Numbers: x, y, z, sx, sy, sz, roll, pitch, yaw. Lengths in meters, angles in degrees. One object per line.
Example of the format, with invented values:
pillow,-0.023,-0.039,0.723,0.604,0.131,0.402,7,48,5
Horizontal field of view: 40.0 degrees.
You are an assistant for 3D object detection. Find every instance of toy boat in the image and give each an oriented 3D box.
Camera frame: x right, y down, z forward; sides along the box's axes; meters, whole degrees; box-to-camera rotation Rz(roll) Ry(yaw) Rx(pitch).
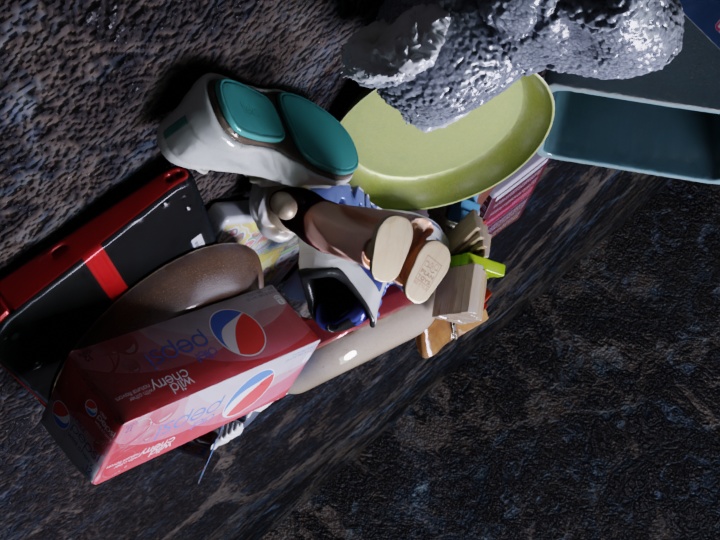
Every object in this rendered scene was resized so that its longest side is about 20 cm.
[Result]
toy boat,-0.018,0.027,0.971,0.198,0.132,0.130,-21,174,-44

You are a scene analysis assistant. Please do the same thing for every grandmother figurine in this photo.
grandmother figurine,-0.019,-0.032,0.720,0.061,0.199,0.121,-54,130,-7

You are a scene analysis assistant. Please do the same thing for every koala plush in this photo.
koala plush,0.086,-0.168,0.646,0.198,0.186,0.177,-32,168,13

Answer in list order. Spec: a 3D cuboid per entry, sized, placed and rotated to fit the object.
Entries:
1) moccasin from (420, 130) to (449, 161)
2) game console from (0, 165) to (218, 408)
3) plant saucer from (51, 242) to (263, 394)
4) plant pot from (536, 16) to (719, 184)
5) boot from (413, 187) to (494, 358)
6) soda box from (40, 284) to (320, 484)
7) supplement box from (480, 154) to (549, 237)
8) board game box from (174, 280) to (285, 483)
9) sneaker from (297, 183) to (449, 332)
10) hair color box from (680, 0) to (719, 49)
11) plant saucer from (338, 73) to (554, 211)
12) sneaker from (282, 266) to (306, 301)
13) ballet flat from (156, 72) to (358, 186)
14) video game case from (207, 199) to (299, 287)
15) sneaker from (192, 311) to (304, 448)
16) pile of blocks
moccasin,0.108,-0.137,0.959,0.200,0.074,0.078,-24,161,-50
game console,-0.178,0.022,0.712,0.176,0.031,0.201,-40,161,-14
plant saucer,-0.146,0.063,0.769,0.199,0.032,0.201,-39,161,-16
plant pot,0.275,-0.215,0.913,0.196,0.192,0.204,55,46,-76
boot,0.121,-0.024,1.106,0.187,0.068,0.203,-34,121,-27
soda box,-0.121,0.075,0.701,0.199,0.063,0.070,-21,150,-51
supplement box,0.172,-0.102,1.275,0.108,0.061,0.201,-37,164,-18
board game box,-0.125,0.092,0.916,0.201,0.038,0.160,-75,-171,-64
sneaker,0.000,0.000,0.874,0.079,0.117,0.198,-2,169,34
hair color box,0.239,-0.249,0.718,0.099,0.201,0.061,-28,162,-42
plant saucer,0.065,-0.120,0.834,0.196,0.031,0.201,-11,150,-6
sneaker,-0.002,0.008,1.078,0.199,0.085,0.073,-21,158,-53
ballet flat,-0.069,-0.087,0.669,0.069,0.070,0.199,-46,162,17
video game case,-0.119,0.007,0.875,0.182,0.023,0.199,-48,165,22
sneaker,-0.117,0.134,1.141,0.200,0.079,0.129,-53,157,3
pile of blocks,0.109,-0.035,0.970,0.061,0.203,0.082,16,142,-29
